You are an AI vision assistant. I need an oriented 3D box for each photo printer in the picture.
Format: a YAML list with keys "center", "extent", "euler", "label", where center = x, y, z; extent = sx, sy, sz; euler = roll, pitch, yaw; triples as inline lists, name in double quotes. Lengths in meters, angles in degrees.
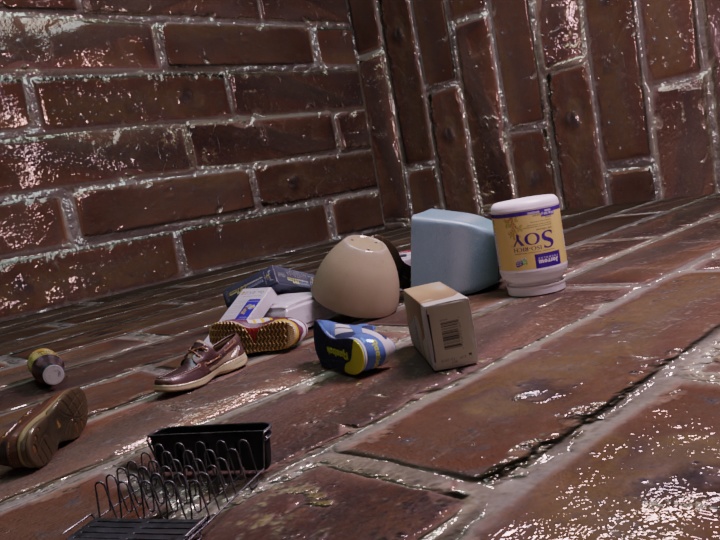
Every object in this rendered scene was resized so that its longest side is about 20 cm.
- center: [-0.179, 0.097, 1.611]
  extent: [0.200, 0.070, 0.166]
  euler: [-5, 9, 40]
  label: "photo printer"

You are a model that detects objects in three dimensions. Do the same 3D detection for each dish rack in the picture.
- center: [-0.189, 0.215, 0.708]
  extent: [0.153, 0.055, 0.200]
  euler: [-8, 7, 21]
  label: "dish rack"

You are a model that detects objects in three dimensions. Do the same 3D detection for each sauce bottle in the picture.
- center: [-0.646, 0.202, 1.457]
  extent: [0.066, 0.066, 0.200]
  euler: [-14, 9, -31]
  label: "sauce bottle"

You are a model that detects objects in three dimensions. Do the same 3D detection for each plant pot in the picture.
- center: [0.241, -0.039, 1.676]
  extent: [0.200, 0.196, 0.196]
  euler: [4, 11, 20]
  label: "plant pot"
- center: [0.000, 0.000, 1.564]
  extent: [0.200, 0.135, 0.200]
  euler: [11, 23, -5]
  label: "plant pot"

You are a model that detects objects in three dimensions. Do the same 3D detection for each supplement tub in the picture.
- center: [0.364, -0.055, 1.512]
  extent: [0.145, 0.200, 0.145]
  euler: [-10, 6, 1]
  label: "supplement tub"

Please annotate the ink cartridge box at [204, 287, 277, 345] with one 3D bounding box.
- center: [-0.265, 0.116, 1.504]
  extent: [0.095, 0.037, 0.200]
  euler: [-4, 39, 41]
  label: "ink cartridge box"

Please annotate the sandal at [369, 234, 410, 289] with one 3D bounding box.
- center: [0.076, -0.008, 1.713]
  extent: [0.200, 0.082, 0.055]
  euler: [37, -24, -31]
  label: "sandal"

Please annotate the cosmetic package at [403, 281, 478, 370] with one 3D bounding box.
- center: [0.124, 0.084, 1.130]
  extent: [0.071, 0.105, 0.200]
  euler: [-11, 5, -4]
  label: "cosmetic package"

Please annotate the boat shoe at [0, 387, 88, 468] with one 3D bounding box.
- center: [-0.447, 0.217, 0.993]
  extent: [0.067, 0.072, 0.200]
  euler: [-8, 9, 3]
  label: "boat shoe"

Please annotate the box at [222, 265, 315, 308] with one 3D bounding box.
- center: [-0.217, 0.050, 1.741]
  extent: [0.158, 0.051, 0.200]
  euler: [-26, -18, 21]
  label: "box"

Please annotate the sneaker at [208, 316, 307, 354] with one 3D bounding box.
- center: [-0.204, 0.130, 1.411]
  extent: [0.200, 0.075, 0.090]
  euler: [-1, 1, 20]
  label: "sneaker"

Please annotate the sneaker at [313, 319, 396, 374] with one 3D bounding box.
- center: [-0.017, 0.123, 1.163]
  extent: [0.082, 0.074, 0.200]
  euler: [-12, 14, -28]
  label: "sneaker"

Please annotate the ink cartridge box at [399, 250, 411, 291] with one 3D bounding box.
- center: [0.081, 0.005, 1.927]
  extent: [0.144, 0.084, 0.200]
  euler: [-10, 8, 6]
  label: "ink cartridge box"

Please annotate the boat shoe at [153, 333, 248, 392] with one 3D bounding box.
- center: [-0.282, 0.158, 1.239]
  extent: [0.072, 0.072, 0.200]
  euler: [-5, 9, 40]
  label: "boat shoe"
